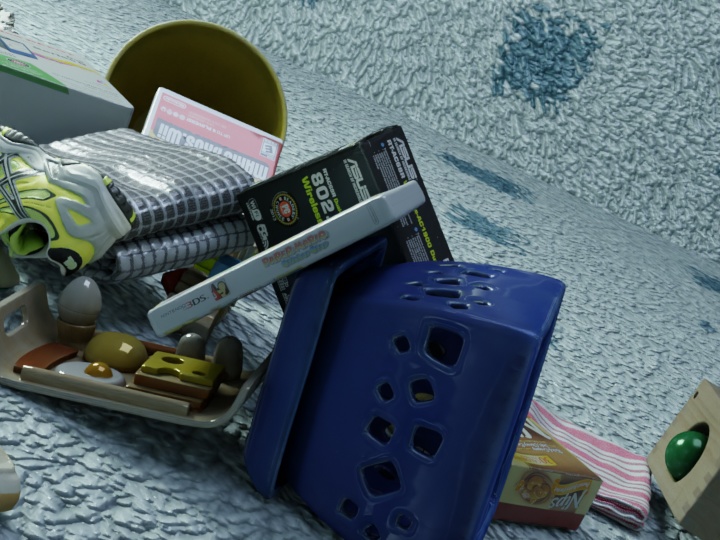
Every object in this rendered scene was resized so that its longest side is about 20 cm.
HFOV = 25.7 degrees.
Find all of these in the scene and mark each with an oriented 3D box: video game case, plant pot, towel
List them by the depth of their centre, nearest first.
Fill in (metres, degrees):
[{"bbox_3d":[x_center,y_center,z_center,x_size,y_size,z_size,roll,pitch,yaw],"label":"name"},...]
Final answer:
[{"bbox_3d":[-0.046,-0.013,1.134,0.023,0.181,0.200,63,10,-2],"label":"video game case"},{"bbox_3d":[0.030,0.087,1.141,0.179,0.201,0.200,20,13,9],"label":"plant pot"},{"bbox_3d":[-0.209,-0.066,1.351,0.199,0.086,0.165,23,28,36],"label":"towel"},{"bbox_3d":[0.209,0.174,1.483,0.146,0.030,0.200,28,13,8],"label":"towel"},{"bbox_3d":[-0.161,-0.084,1.578,0.142,0.017,0.201,23,49,-12],"label":"video game case"},{"bbox_3d":[-0.193,-0.152,1.710,0.199,0.201,0.142,22,-17,-13],"label":"plant pot"}]

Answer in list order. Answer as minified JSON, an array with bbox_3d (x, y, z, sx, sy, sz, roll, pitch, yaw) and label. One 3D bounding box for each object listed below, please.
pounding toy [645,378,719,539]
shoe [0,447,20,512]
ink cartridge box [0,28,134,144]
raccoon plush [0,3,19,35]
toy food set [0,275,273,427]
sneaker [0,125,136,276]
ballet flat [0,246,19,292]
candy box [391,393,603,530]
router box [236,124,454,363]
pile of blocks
[{"bbox_3d":[0.361,0.179,1.438,0.199,0.143,0.184,32,12,-9],"label":"pounding toy"},{"bbox_3d":[-0.274,0.074,0.918,0.199,0.054,0.070,30,14,19],"label":"shoe"},{"bbox_3d":[-0.321,-0.166,1.520,0.145,0.088,0.200,17,12,-29],"label":"ink cartridge box"},{"bbox_3d":[-0.448,-0.213,1.722,0.199,0.134,0.097,-24,59,-30],"label":"raccoon plush"},{"bbox_3d":[-0.161,0.051,1.133,0.199,0.061,0.144,12,12,5],"label":"toy food set"},{"bbox_3d":[-0.265,-0.055,1.229,0.199,0.076,0.076,18,-32,40],"label":"sneaker"},{"bbox_3d":[-0.331,-0.029,1.185,0.199,0.070,0.069,11,19,-48],"label":"ballet flat"},{"bbox_3d":[0.099,0.141,1.347,0.115,0.056,0.200,14,17,-40],"label":"candy box"},{"bbox_3d":[0.000,0.000,1.295,0.062,0.149,0.201,-26,95,-49],"label":"router box"},{"bbox_3d":[-0.136,0.002,1.390,0.062,0.082,0.200,25,14,-1],"label":"pile of blocks"}]
